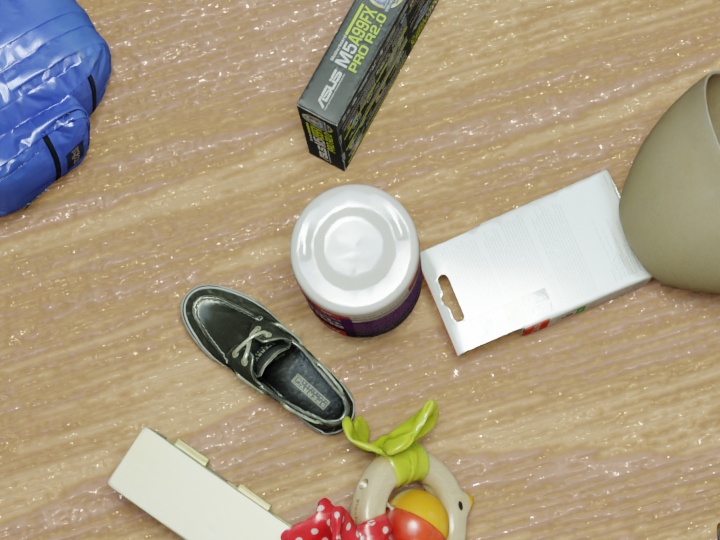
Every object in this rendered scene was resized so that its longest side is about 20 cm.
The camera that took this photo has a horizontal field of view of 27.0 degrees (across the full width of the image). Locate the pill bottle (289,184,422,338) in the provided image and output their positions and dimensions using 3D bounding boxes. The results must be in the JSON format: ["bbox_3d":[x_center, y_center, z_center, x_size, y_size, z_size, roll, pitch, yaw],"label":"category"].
[{"bbox_3d":[0.000,0.000,1.335,0.110,0.200,0.113,-1,79,3],"label":"pill bottle"}]

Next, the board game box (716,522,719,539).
[{"bbox_3d":[0.402,0.234,1.270,0.163,0.200,0.057,0,77,4],"label":"board game box"}]

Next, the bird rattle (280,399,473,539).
[{"bbox_3d":[0.034,0.217,1.318,0.163,0.112,0.201,41,48,-26],"label":"bird rattle"}]

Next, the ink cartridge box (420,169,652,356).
[{"bbox_3d":[0.161,-0.003,1.405,0.198,0.050,0.110,-23,79,-1],"label":"ink cartridge box"}]

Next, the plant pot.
[{"bbox_3d":[0.314,-0.058,1.354,0.134,0.199,0.202,-32,77,32],"label":"plant pot"}]

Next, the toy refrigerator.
[{"bbox_3d":[-0.125,0.223,1.363,0.199,0.076,0.070,33,82,9],"label":"toy refrigerator"}]

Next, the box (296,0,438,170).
[{"bbox_3d":[0.011,-0.206,1.395,0.044,0.160,0.202,28,82,6],"label":"box"}]

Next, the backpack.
[{"bbox_3d":[-0.324,-0.163,1.409,0.200,0.163,0.168,-41,89,-18],"label":"backpack"}]

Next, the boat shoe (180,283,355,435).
[{"bbox_3d":[-0.086,0.077,1.394,0.199,0.064,0.071,35,83,9],"label":"boat shoe"}]
